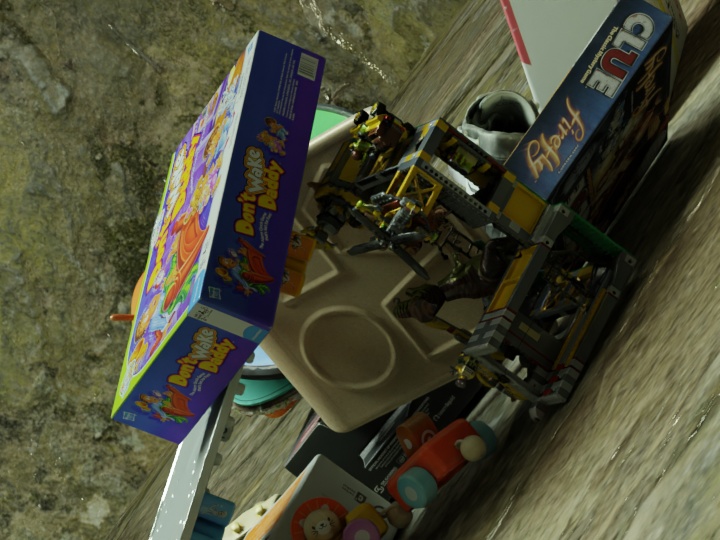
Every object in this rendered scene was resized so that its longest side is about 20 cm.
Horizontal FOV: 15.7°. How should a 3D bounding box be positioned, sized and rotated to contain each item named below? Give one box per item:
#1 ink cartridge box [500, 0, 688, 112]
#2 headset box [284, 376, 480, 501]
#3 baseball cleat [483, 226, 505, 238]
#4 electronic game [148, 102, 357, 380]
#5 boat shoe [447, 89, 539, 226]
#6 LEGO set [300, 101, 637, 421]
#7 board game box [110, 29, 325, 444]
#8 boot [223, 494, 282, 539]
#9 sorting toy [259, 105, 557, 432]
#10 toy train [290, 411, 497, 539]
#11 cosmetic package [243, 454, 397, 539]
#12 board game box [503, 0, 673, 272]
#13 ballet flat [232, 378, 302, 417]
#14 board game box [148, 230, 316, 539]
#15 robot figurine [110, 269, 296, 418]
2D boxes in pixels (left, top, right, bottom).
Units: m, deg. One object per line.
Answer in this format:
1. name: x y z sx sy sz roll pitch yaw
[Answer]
1. ink cartridge box: 0.162 -0.189 1.808 0.083 0.145 0.200 -16 19 18
2. headset box: 0.030 0.070 1.779 0.149 0.075 0.200 -53 5 25
3. baseball cleat: 0.089 -0.038 1.772 0.200 0.106 0.070 -71 -2 -80
4. electronic game: -0.053 -0.021 1.754 0.200 0.200 0.042 -55 -33 -6
5. boat shoe: 0.098 -0.084 1.712 0.200 0.072 0.071 -99 14 -74
6. LEGO set: 0.050 0.010 1.478 0.154 0.200 0.116 -8 48 56
7. board game box: -0.081 -0.019 1.488 0.134 0.045 0.200 -51 23 47
8. boot: -0.113 0.215 1.775 0.155 0.073 0.200 -31 -14 20
9. sorting toy: 0.000 0.000 1.628 0.200 0.185 0.036 -26 23 35
10. toy train: -0.018 0.147 1.500 0.200 0.056 0.150 -34 -9 -35
11. cosmetic package: -0.055 0.219 1.607 0.101 0.071 0.200 -50 7 40
12. board game box: 0.138 -0.070 1.577 0.136 0.035 0.200 -55 -15 -11
13. ballet flat: -0.016 0.025 1.794 0.200 0.076 0.064 -52 -27 -5
14. board game box: -0.081 0.089 1.533 0.200 0.026 0.200 130 158 -72
15. robot figurine: -0.079 0.019 1.861 0.200 0.117 0.144 -32 -41 -25
